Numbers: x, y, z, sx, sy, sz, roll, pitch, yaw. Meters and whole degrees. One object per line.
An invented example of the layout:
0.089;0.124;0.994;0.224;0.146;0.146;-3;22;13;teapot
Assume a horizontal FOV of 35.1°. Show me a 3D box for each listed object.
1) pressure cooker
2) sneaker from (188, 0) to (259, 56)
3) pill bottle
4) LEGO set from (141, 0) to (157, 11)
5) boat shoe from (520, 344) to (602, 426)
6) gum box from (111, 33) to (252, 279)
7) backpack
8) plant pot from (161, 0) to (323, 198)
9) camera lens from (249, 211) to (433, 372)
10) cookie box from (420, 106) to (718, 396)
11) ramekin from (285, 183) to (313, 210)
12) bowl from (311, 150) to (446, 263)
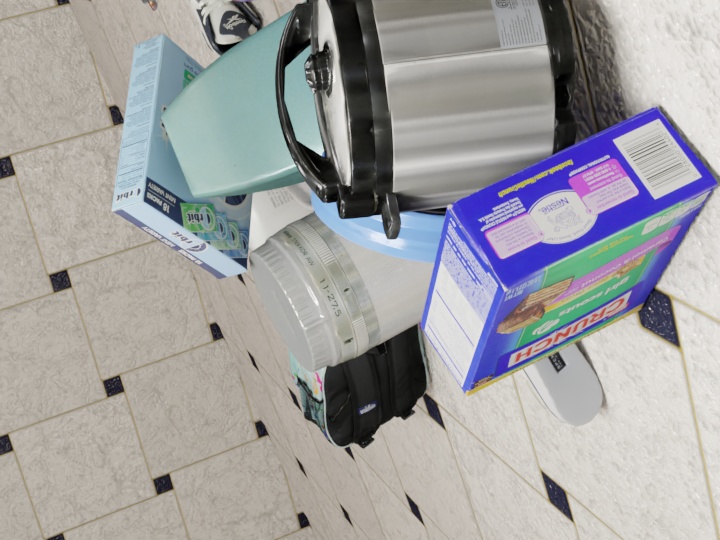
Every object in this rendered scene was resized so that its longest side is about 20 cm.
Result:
0.039;-0.131;0.814;0.176;0.199;0.179;-109;12;-58;pressure cooker
-0.183;-0.348;1.473;0.130;0.079;0.200;45;157;45;sneaker
-0.116;-0.085;1.470;0.115;0.199;0.115;55;163;26;pill bottle
-0.186;-0.370;1.253;0.153;0.200;0.116;4;129;57;LEGO set
0.158;0.053;1.065;0.201;0.071;0.070;59;163;-14;boat shoe
-0.177;-0.117;1.195;0.170;0.044;0.201;38;-133;-49;gum box
-0.007;0.108;1.491;0.151;0.177;0.201;45;154;35;backpack
-0.080;-0.150;1.107;0.142;0.199;0.141;67;-163;2;plant pot
0.000;0.000;1.231;0.160;0.199;0.160;55;164;25;camera lens
0.141;-0.006;0.819;0.075;0.170;0.200;59;166;21;cookie box
-0.052;-0.178;1.281;0.201;0.105;0.200;56;164;25;ramekin
0.060;-0.071;0.939;0.201;0.200;0.040;45;138;48;bowl
